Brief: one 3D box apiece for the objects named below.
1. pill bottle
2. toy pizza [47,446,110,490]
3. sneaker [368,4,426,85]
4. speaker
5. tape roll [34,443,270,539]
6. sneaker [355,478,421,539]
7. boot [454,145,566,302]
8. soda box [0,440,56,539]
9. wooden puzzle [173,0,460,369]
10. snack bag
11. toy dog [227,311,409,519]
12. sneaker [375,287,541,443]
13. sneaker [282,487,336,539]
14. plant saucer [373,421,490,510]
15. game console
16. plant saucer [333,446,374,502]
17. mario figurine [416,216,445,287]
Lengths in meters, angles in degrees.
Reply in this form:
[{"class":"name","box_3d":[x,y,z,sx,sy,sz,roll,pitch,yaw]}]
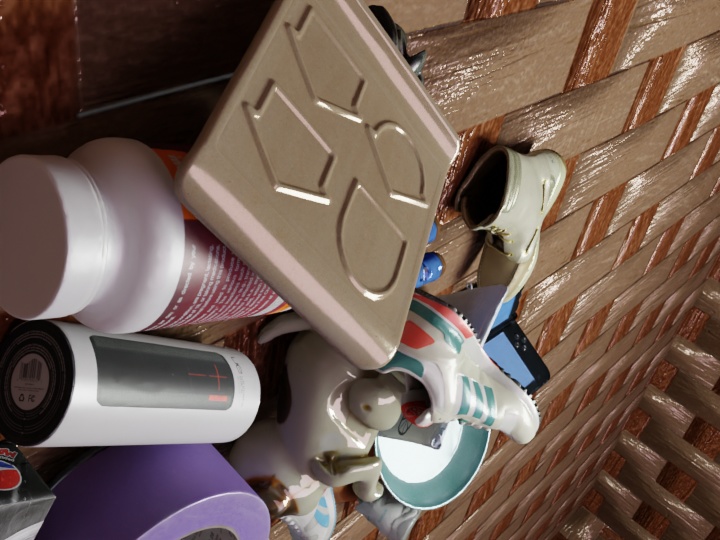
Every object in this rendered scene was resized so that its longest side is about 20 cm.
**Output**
[{"class":"pill bottle","box_3d":[-0.117,-0.022,0.475,0.199,0.113,0.114,-6,126,-55]},{"class":"toy pizza","box_3d":[-0.212,0.220,0.677,0.200,0.032,0.201,-36,146,-29]},{"class":"sneaker","box_3d":[0.032,-0.136,0.613,0.198,0.076,0.115,0,128,-50]},{"class":"speaker","box_3d":[-0.160,0.087,0.562,0.082,0.081,0.200,-57,151,6]},{"class":"tape roll","box_3d":[-0.176,0.235,0.626,0.199,0.085,0.201,-32,141,-31]},{"class":"sneaker","box_3d":[0.042,0.309,1.047,0.071,0.080,0.200,-60,171,-3]},{"class":"boot","box_3d":[0.161,-0.050,0.904,0.154,0.072,0.202,-8,122,-54]},{"class":"soda box","box_3d":[-0.291,0.217,0.525,0.071,0.063,0.201,11,112,-59]},{"class":"wooden puzzle","box_3d":[-0.019,-0.067,0.491,0.185,0.046,0.201,46,51,-33]},{"class":"snack bag","box_3d":[0.082,0.100,0.837,0.190,0.021,0.200,-63,-166,-16]},{"class":"toy dog","box_3d":[-0.045,0.155,0.744,0.193,0.140,0.201,33,98,-34]},{"class":"sneaker","box_3d":[0.082,0.109,0.687,0.094,0.070,0.200,-48,121,-11]},{"class":"sneaker","box_3d":[-0.076,0.257,0.888,0.080,0.076,0.202,-23,133,-32]},{"class":"plant saucer","box_3d":[0.086,0.200,0.983,0.199,0.036,0.202,-2,94,-37]},{"class":"game console","box_3d":[0.204,0.103,1.092,0.199,0.173,0.119,-25,167,-41]},{"class":"plant saucer","box_3d":[0.016,0.233,1.027,0.200,0.037,0.201,-37,147,-30]},{"class":"mario figurine","box_3d":[0.000,0.000,0.713,0.106,0.124,0.200,-42,173,34]}]
